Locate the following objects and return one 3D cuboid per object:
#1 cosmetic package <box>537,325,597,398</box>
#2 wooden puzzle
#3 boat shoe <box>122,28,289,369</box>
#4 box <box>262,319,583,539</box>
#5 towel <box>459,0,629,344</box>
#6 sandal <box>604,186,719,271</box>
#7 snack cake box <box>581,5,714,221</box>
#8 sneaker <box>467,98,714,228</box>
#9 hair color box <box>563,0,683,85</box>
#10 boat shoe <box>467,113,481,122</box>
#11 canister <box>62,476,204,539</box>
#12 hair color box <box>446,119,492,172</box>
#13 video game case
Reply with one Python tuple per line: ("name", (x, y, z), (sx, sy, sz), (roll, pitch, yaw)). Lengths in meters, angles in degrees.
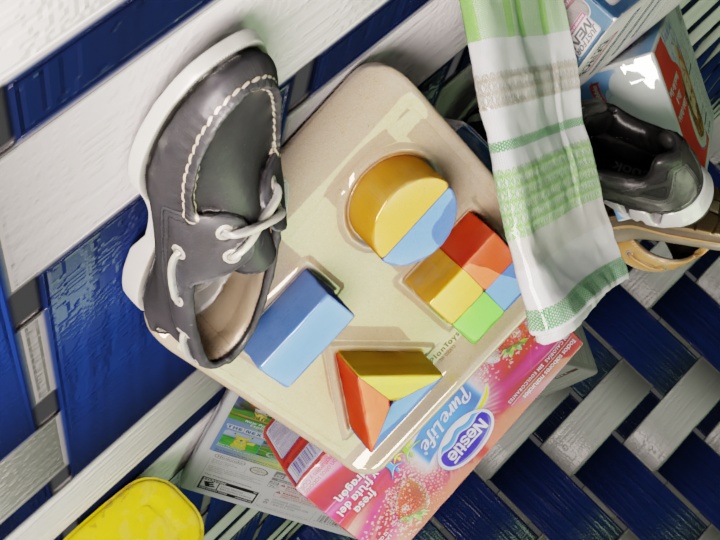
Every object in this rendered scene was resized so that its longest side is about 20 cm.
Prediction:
("cosmetic package", (0.108, 0.058, 1.003), (0.106, 0.091, 0.200), (-24, 164, 24))
("wooden puzzle", (0.010, 0.015, 0.673), (0.185, 0.046, 0.200), (-46, 130, 3))
("boat shoe", (-0.061, -0.021, 0.528), (0.074, 0.060, 0.200), (-33, 163, -32))
("box", (0.039, 0.080, 0.834), (0.200, 0.095, 0.100), (-49, -157, -1))
("towel", (0.106, -0.073, 0.690), (0.030, 0.202, 0.149), (-9, -171, 25))
("sandal", (0.217, -0.027, 0.929), (0.199, 0.054, 0.080), (2, -153, 42))
("snack cake box", (0.221, -0.132, 0.946), (0.067, 0.116, 0.200), (-15, -162, 24))
("sneaker", (0.136, -0.083, 0.830), (0.067, 0.199, 0.091), (-70, 154, -17))
("hair color box", (0.180, -0.199, 0.825), (0.200, 0.061, 0.100), (-40, 170, -33))
("boat shoe", (0.150, -0.107, 0.977), (0.201, 0.087, 0.074), (-6, 178, -44))
("canister", (-0.197, 0.257, 0.982), (0.148, 0.087, 0.200), (-41, 167, -29))
("hair color box", (0.010, -0.002, 0.775), (0.200, 0.060, 0.100), (-46, -171, 3))
("video game case", (-0.034, 0.161, 1.018), (0.183, 0.199, 0.022), (122, -17, -49))
